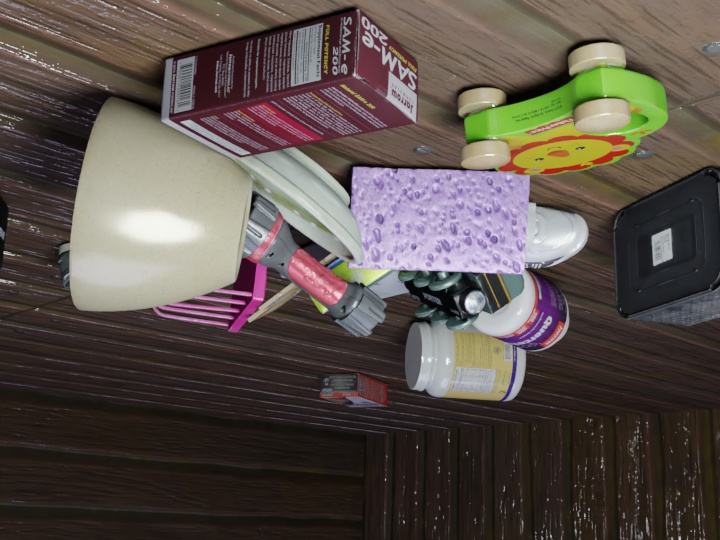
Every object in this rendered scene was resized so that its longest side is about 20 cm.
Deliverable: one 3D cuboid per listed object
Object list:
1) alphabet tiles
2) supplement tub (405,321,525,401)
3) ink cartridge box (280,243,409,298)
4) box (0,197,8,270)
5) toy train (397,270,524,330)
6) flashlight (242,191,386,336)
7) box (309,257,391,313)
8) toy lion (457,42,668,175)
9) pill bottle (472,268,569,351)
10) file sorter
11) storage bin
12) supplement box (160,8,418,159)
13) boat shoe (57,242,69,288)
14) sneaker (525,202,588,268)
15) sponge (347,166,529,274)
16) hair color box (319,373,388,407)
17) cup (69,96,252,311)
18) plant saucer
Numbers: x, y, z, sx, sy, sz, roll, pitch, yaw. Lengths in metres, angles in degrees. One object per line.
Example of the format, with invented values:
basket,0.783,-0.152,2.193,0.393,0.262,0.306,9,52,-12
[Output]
alphabet tiles,-0.047,-0.002,1.218,0.199,0.008,0.167,-36,178,15
supplement tub,0.192,0.165,1.845,0.197,0.148,0.145,5,165,-11
ink cartridge box,-0.017,0.004,1.471,0.198,0.041,0.199,15,160,-40
box,-0.540,-0.066,1.183,0.197,0.087,0.164,3,165,-4
toy train,0.129,0.015,1.304,0.113,0.086,0.200,-30,-165,-14
flashlight,-0.056,-0.002,1.070,0.199,0.068,0.068,38,119,-22
box,0.000,0.000,1.245,0.121,0.048,0.200,-34,178,6
toy lion,0.196,-0.131,0.922,0.190,0.070,0.199,6,166,-43
pill bottle,0.244,0.058,1.502,0.111,0.114,0.199,-8,162,33
file sorter,-0.189,-0.018,1.228,0.124,0.141,0.200,9,164,-14
storage bin,0.384,-0.022,1.140,0.092,0.137,0.200,7,164,-20
supplement box,-0.061,-0.153,0.850,0.197,0.062,0.108,-6,164,29
boat shoe,-0.348,-0.011,1.413,0.197,0.063,0.073,-6,163,26
sneaker,0.169,-0.052,1.172,0.197,0.076,0.115,2,168,12
sponge,0.085,-0.055,1.098,0.197,0.113,0.030,2,180,-1
hair color box,-0.015,0.314,2.588,0.109,0.065,0.200,-4,163,24
cup,-0.179,-0.052,0.943,0.141,0.203,0.200,9,165,-3
plant saucer,-0.066,-0.085,1.030,0.199,0.050,0.200,37,173,5
